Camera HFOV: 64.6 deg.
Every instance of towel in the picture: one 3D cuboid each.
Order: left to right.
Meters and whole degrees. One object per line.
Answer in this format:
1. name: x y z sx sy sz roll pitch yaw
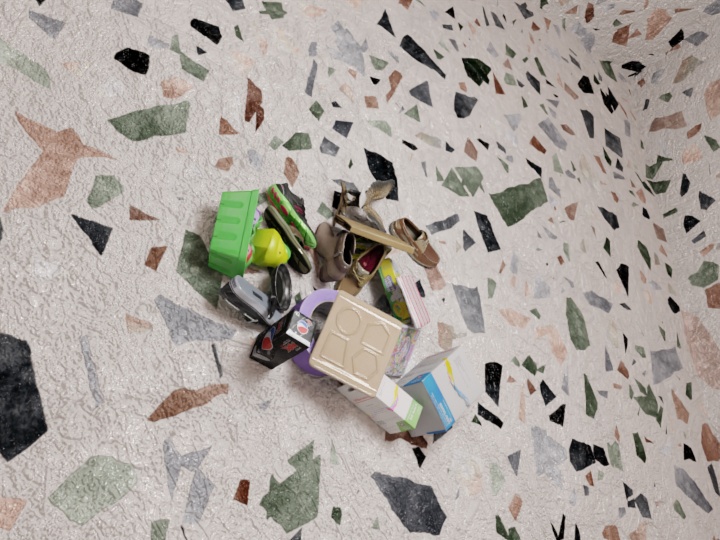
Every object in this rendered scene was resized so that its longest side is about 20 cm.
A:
1. towel: 0.143 0.087 1.579 0.150 0.029 0.200 67 14 6

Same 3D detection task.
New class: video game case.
1. video game case: 0.077 0.206 1.497 0.197 0.018 0.147 15 100 -49

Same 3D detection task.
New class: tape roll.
1. tape roll: -0.091 0.156 1.439 0.196 0.084 0.206 17 59 -31

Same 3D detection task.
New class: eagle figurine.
1. eagle figurine: 0.025 -0.196 1.668 0.195 0.153 0.154 11 42 -27

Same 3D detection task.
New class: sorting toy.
1. sorting toy: -0.010 0.176 1.371 0.181 0.036 0.204 27 68 -7

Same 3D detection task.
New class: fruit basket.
1. fruit basket: -0.259 -0.074 1.390 0.209 0.156 0.222 8 62 -14

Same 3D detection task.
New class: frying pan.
1. frying pan: -0.199 0.071 1.390 0.116 0.030 0.194 71 20 -48

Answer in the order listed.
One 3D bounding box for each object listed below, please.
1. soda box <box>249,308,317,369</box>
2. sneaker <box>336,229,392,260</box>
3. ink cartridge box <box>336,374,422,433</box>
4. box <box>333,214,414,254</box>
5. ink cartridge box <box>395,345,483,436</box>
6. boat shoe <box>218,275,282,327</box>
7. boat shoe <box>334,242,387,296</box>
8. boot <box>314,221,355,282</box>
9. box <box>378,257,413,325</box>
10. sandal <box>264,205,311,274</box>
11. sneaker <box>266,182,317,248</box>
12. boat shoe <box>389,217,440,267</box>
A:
1. soda box: -0.178 0.159 1.292 0.070 0.199 0.065 31 52 -19
2. sneaker: 0.013 -0.079 1.635 0.196 0.074 0.086 3 53 -44
3. ink cartridge box: 0.047 0.322 1.442 0.199 0.116 0.068 42 53 -14
4. box: 0.035 -0.099 1.554 0.195 0.163 0.022 19 98 -23
5. ink cartridge box: 0.206 0.325 1.541 0.198 0.146 0.148 -29 91 -42
6. boat shoe: -0.255 0.092 1.348 0.199 0.067 0.075 46 17 -47
7. boat shoe: 0.000 0.000 1.541 0.073 0.066 0.202 37 82 1
8. boot: -0.064 -0.065 1.521 0.069 0.145 0.206 10 63 -31
9. box: 0.107 0.072 1.618 0.117 0.047 0.205 26 42 -73
10. sandal: -0.180 -0.085 1.485 0.057 0.079 0.204 -29 87 -37
11. sneaker: -0.169 -0.152 1.530 0.083 0.076 0.203 -34 93 -39
12. boat shoe: 0.178 -0.087 1.766 0.198 0.071 0.077 39 51 -16
